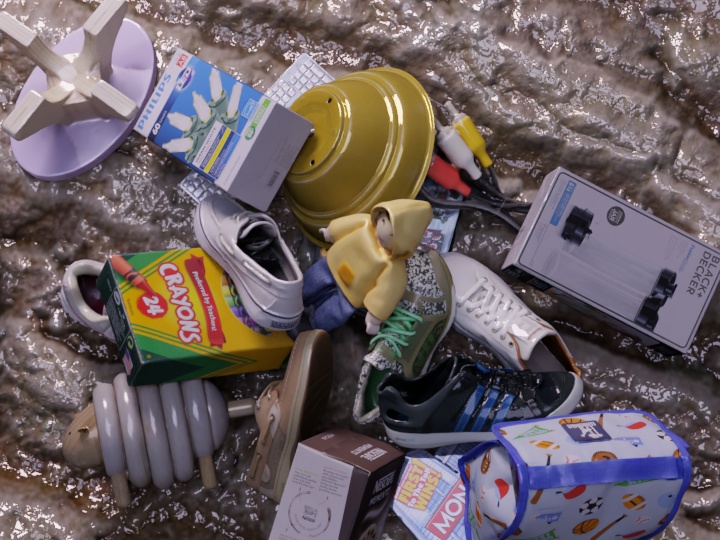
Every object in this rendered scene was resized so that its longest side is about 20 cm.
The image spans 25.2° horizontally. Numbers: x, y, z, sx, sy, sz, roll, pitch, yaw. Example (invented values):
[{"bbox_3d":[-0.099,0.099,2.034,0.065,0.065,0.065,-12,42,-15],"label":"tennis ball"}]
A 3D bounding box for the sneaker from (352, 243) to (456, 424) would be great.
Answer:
[{"bbox_3d":[0.038,0.072,1.605,0.077,0.089,0.201,18,106,19],"label":"sneaker"}]

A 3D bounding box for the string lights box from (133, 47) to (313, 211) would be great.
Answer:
[{"bbox_3d":[-0.143,-0.147,1.658,0.200,0.059,0.103,33,95,47],"label":"string lights box"}]

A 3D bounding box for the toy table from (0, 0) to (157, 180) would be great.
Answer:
[{"bbox_3d":[-0.303,-0.198,1.715,0.183,0.117,0.201,24,80,9],"label":"toy table"}]

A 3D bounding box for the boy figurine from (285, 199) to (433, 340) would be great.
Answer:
[{"bbox_3d":[0.000,0.000,1.576,0.200,0.064,0.125,-39,63,40],"label":"boy figurine"}]

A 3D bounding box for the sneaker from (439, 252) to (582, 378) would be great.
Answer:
[{"bbox_3d":[0.151,0.050,1.624,0.200,0.085,0.073,44,70,3],"label":"sneaker"}]

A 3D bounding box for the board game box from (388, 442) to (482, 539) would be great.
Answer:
[{"bbox_3d":[0.111,0.220,1.617,0.200,0.062,0.200,34,82,10],"label":"board game box"}]

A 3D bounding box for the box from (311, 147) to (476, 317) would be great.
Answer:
[{"bbox_3d":[0.032,-0.047,1.692,0.136,0.040,0.201,14,79,8],"label":"box"}]

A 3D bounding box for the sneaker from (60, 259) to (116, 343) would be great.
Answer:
[{"bbox_3d":[-0.231,0.051,1.668,0.199,0.088,0.082,24,81,9],"label":"sneaker"}]

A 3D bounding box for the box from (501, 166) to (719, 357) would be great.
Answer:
[{"bbox_3d":[0.259,-0.008,1.633,0.200,0.060,0.117,28,81,-4],"label":"box"}]

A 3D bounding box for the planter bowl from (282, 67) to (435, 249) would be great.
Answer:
[{"bbox_3d":[-0.027,-0.128,1.641,0.200,0.083,0.201,-19,60,37],"label":"planter bowl"}]

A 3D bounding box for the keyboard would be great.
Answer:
[{"bbox_3d":[-0.108,-0.146,1.741,0.056,0.011,0.200,41,84,12],"label":"keyboard"}]

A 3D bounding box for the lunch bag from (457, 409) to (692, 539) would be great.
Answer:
[{"bbox_3d":[0.195,0.196,1.487,0.169,0.200,0.124,-3,74,-12],"label":"lunch bag"}]

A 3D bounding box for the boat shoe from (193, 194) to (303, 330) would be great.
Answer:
[{"bbox_3d":[-0.109,-0.025,1.598,0.072,0.066,0.200,-1,38,-26],"label":"boat shoe"}]

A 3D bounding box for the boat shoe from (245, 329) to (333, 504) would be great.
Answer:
[{"bbox_3d":[-0.076,0.144,1.606,0.064,0.071,0.201,21,115,17],"label":"boat shoe"}]

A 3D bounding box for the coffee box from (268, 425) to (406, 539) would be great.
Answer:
[{"bbox_3d":[-0.034,0.262,1.557,0.080,0.113,0.201,20,101,18],"label":"coffee box"}]

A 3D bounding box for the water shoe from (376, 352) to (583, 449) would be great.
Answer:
[{"bbox_3d":[0.114,0.120,1.557,0.199,0.072,0.079,-13,120,8],"label":"water shoe"}]

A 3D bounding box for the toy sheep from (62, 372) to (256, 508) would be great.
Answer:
[{"bbox_3d":[-0.202,0.160,1.626,0.199,0.138,0.138,-11,77,-12],"label":"toy sheep"}]

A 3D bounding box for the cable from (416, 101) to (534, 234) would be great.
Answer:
[{"bbox_3d":[0.133,-0.077,1.654,0.200,0.050,0.097,40,74,-6],"label":"cable"}]

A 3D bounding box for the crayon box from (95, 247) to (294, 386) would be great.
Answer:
[{"bbox_3d":[-0.151,0.041,1.622,0.199,0.051,0.127,-6,59,-31],"label":"crayon box"}]
